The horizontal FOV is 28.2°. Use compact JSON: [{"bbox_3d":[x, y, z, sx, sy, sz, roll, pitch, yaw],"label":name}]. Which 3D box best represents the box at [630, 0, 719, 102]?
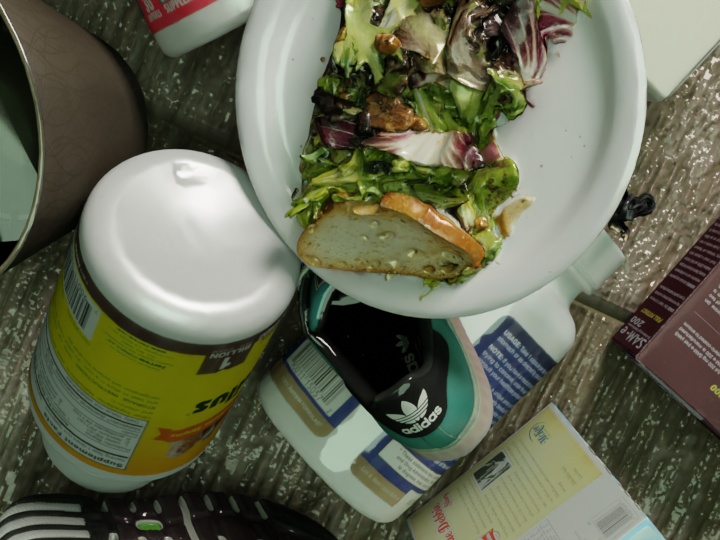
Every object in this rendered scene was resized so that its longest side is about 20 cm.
[{"bbox_3d":[0.109,-0.188,0.778,0.200,0.095,0.078,44,91,-12],"label":"box"}]

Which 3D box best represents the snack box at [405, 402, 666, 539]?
[{"bbox_3d":[0.091,0.146,0.777,0.116,0.200,0.037,-39,102,3],"label":"snack box"}]

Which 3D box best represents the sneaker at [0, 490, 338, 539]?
[{"bbox_3d":[-0.110,0.188,0.798,0.199,0.076,0.116,8,111,-20],"label":"sneaker"}]

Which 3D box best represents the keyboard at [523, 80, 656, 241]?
[{"bbox_3d":[0.114,-0.074,0.734,0.021,0.200,0.127,-32,83,19],"label":"keyboard"}]

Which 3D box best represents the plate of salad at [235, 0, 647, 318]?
[{"bbox_3d":[0.026,-0.077,0.637,0.199,0.048,0.201,3,96,26],"label":"plate of salad"}]

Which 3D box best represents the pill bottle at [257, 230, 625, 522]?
[{"bbox_3d":[0.048,0.035,0.800,0.200,0.111,0.111,-44,101,3],"label":"pill bottle"}]

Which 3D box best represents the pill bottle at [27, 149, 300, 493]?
[{"bbox_3d":[-0.110,0.037,0.745,0.109,0.110,0.200,22,140,-9],"label":"pill bottle"}]

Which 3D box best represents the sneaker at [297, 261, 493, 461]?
[{"bbox_3d":[0.000,0.000,0.723,0.071,0.080,0.200,-36,57,9],"label":"sneaker"}]

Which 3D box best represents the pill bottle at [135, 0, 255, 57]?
[{"bbox_3d":[-0.098,-0.222,0.743,0.110,0.111,0.201,-27,101,0],"label":"pill bottle"}]

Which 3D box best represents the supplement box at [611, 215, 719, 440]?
[{"bbox_3d":[0.256,0.005,0.840,0.109,0.061,0.200,41,93,-10],"label":"supplement box"}]

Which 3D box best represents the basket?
[{"bbox_3d":[-0.187,-0.074,0.703,0.136,0.200,0.181,-27,88,10],"label":"basket"}]
